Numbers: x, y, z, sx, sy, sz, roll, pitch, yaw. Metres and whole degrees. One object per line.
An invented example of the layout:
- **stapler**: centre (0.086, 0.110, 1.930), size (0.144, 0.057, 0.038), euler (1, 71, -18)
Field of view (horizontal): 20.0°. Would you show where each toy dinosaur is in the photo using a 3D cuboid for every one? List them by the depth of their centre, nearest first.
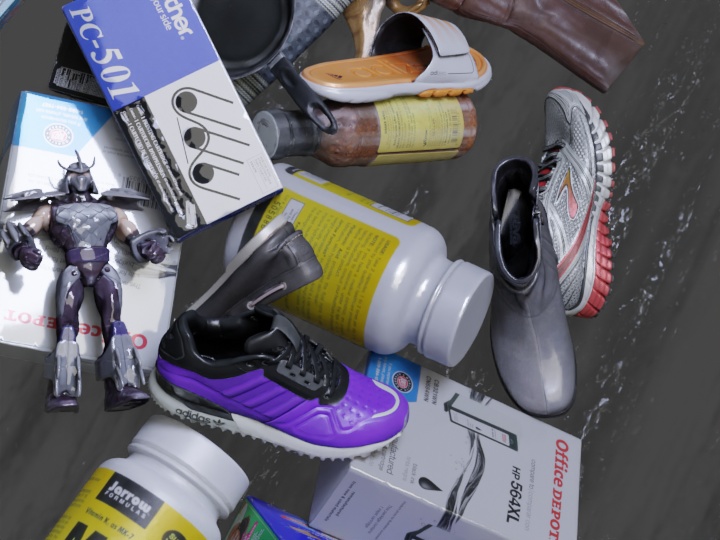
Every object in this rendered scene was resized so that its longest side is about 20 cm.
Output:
- **toy dinosaur**: centre (0.005, -0.230, 1.749), size (0.106, 0.060, 0.200), euler (-11, 78, 7)

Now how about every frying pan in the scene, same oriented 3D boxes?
- **frying pan**: centre (-0.072, -0.194, 1.641), size (0.190, 0.031, 0.115), euler (26, 93, 20)

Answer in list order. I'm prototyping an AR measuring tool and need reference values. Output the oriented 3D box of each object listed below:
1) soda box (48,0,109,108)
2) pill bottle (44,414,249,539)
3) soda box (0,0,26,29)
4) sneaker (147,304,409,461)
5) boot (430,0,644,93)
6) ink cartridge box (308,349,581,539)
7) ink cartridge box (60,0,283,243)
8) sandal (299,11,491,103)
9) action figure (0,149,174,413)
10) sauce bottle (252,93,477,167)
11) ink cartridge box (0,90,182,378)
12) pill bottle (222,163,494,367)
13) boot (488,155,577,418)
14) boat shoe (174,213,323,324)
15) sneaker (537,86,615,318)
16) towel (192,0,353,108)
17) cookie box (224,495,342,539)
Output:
- **soda box**: centre (-0.186, -0.228, 1.637), size (0.063, 0.071, 0.200), euler (17, 89, 11)
- **pill bottle**: centre (-0.180, 0.217, 1.563), size (0.114, 0.114, 0.200), euler (38, 71, -8)
- **soda box**: centre (-0.266, -0.279, 1.657), size (0.068, 0.064, 0.200), euler (39, 72, -6)
- **sneaker**: centre (-0.056, 0.077, 1.531), size (0.200, 0.100, 0.070), euler (11, 40, -5)
- **boot**: centre (0.164, -0.267, 1.798), size (0.200, 0.064, 0.186), euler (22, 66, -19)
- **ink cartridge box**: centre (0.072, 0.169, 1.637), size (0.200, 0.084, 0.146), euler (24, 40, -12)
- **ink cartridge box**: centre (-0.144, -0.130, 1.575), size (0.094, 0.044, 0.200), euler (-26, 90, -4)
- **sandal**: centre (0.038, -0.180, 1.690), size (0.207, 0.079, 0.059), euler (-15, 125, -45)
- **action figure**: centre (-0.203, 0.006, 1.532), size (0.130, 0.069, 0.200), euler (-3, 79, -14)
- **sauce bottle**: centre (0.003, -0.118, 1.686), size (0.200, 0.066, 0.066), euler (-4, 80, -37)
- **ink cartridge box**: centre (-0.219, -0.024, 1.612), size (0.145, 0.084, 0.200), euler (12, 77, -16)
- **pill bottle**: centre (0.000, 0.000, 1.626), size (0.200, 0.111, 0.111), euler (24, 71, 16)
- **boot**: centre (0.130, 0.017, 1.642), size (0.070, 0.132, 0.200), euler (-12, 79, 4)
- **boat shoe**: centre (-0.092, 0.030, 1.581), size (0.057, 0.200, 0.067), euler (47, 50, 4)
- **sneaker**: centre (0.170, -0.061, 1.747), size (0.082, 0.078, 0.200), euler (4, 78, -16)
- **towel**: centre (-0.117, -0.254, 1.701), size (0.193, 0.035, 0.200), euler (-45, 96, -3)
- **cookie box**: centre (-0.014, 0.252, 1.557), size (0.171, 0.200, 0.075), euler (25, 88, -12)
